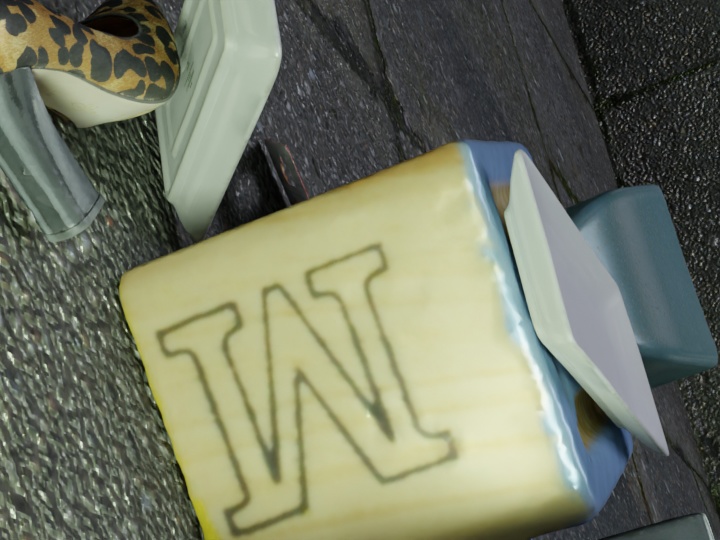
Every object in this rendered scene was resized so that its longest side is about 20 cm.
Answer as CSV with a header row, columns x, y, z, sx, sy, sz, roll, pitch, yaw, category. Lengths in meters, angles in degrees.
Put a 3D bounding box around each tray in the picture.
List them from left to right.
x,y,z,sx,sy,sz,roll,pitch,yaw,category
-0.081,-0.104,0.854,0.200,0.022,0.108,123,-38,-59,tray
0.115,0.025,0.832,0.200,0.022,0.108,43,31,-59,tray

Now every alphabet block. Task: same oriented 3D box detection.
x,y,z,sx,sy,sz,roll,pitch,yaw,category
0.017,0.054,0.877,0.195,0.199,0.198,-9,79,-75,alphabet block

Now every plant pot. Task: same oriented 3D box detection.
x,y,z,sx,sy,sz,roll,pitch,yaw,category
0.206,0.034,1.578,0.200,0.195,0.197,2,68,-63,plant pot

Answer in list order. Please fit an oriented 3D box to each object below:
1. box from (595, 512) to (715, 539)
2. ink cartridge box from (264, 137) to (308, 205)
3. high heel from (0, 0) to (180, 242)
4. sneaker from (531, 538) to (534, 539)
x,y,z,sx,sy,sz,roll,pitch,yaw,category
0.067,0.203,0.761,0.197,0.198,0.118,98,-24,-75,box
0.000,0.000,1.070,0.161,0.050,0.202,-146,-145,-79,ink cartridge box
-0.150,-0.127,0.774,0.201,0.071,0.143,-80,148,-51,high heel
0.059,0.150,1.012,0.200,0.086,0.078,42,26,2,sneaker
